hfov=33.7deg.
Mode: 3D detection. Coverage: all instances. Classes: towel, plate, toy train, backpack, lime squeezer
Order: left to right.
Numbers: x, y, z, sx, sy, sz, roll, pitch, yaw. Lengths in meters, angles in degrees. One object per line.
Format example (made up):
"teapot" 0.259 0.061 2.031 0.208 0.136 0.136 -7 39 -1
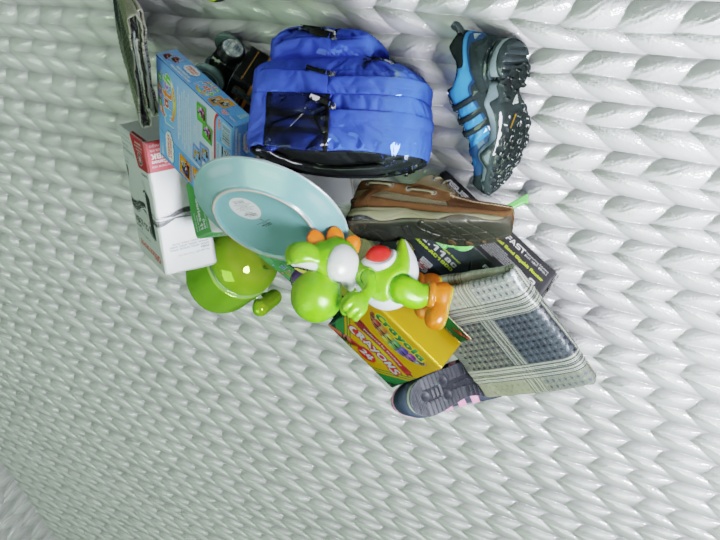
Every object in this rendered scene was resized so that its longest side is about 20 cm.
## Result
"towel" -0.297 -0.316 1.559 0.194 0.034 0.201 95 160 -50
"toy train" -0.172 -0.230 1.583 0.113 0.086 0.200 33 149 -5
"plate" -0.111 -0.062 1.417 0.198 0.026 0.201 16 150 10
"backpack" -0.013 -0.188 1.358 0.197 0.162 0.170 8 96 12
"lime squeezer" 0.101 -0.060 1.430 0.197 0.038 0.072 3 105 12
"towel" 0.178 0.078 1.495 0.199 0.035 0.193 -15 121 51

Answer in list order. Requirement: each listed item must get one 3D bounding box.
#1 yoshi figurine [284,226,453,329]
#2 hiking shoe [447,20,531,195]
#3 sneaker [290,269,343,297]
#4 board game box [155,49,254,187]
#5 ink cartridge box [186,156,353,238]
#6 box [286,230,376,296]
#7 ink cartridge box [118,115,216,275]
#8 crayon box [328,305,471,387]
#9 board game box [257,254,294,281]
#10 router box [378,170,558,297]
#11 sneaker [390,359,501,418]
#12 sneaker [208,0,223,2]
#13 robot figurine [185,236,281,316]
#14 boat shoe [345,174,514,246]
"yoshi figurine" 0.000 0.029 1.391 0.198 0.113 0.113 16 138 -13
"hiking shoe" 0.139 -0.179 1.324 0.086 0.074 0.202 30 137 31
"sneaker" -0.009 0.039 1.692 0.199 0.076 0.087 33 139 -25
"board game box" -0.199 -0.169 1.512 0.200 0.036 0.153 43 142 38
"ink cartridge box" -0.122 -0.106 1.598 0.199 0.145 0.084 -16 83 54
"box" 0.000 0.000 1.613 0.199 0.076 0.050 28 157 -27
"ink cartridge box" -0.281 -0.112 1.735 0.144 0.083 0.202 33 135 60
"crayon box" 0.047 0.078 1.537 0.127 0.051 0.200 44 155 -5
"board game box" -0.061 0.005 1.732 0.104 0.024 0.200 -10 139 43
"router box" 0.134 -0.013 1.527 0.200 0.062 0.150 42 147 -1
"sneaker" 0.129 0.154 1.634 0.082 0.198 0.071 -17 84 58
"sneaker" -0.138 -0.378 1.386 0.084 0.073 0.200 66 151 6
"robot figurine" -0.200 -0.003 1.850 0.176 0.115 0.200 56 147 -1
"boat shoe" 0.081 -0.077 1.389 0.197 0.075 0.076 4 159 12
